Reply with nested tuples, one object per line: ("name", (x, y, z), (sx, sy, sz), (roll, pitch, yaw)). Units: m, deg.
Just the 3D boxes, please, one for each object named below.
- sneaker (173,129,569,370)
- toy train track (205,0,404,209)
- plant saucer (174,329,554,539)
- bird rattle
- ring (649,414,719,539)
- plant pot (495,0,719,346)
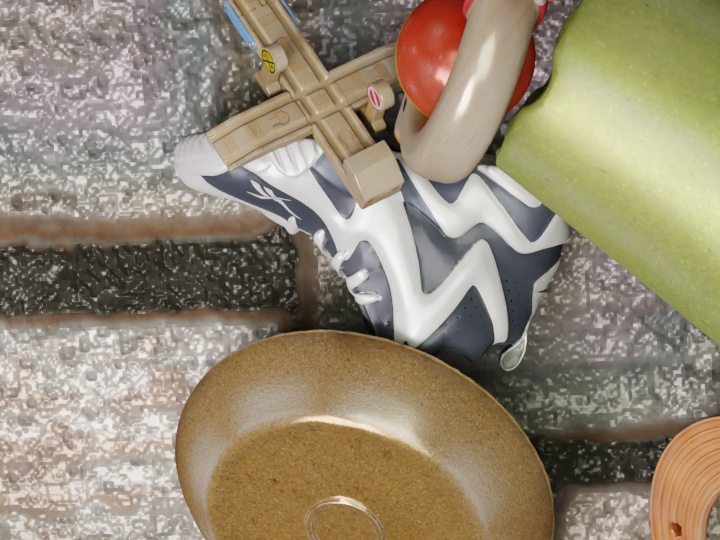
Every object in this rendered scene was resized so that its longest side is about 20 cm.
("sneaker", (0.000, 0.000, 1.358), (0.198, 0.079, 0.130), (8, 96, -6))
("toy train track", (-0.040, -0.120, 1.314), (0.114, 0.033, 0.200), (-27, 72, -22))
("plant saucer", (-0.003, 0.120, 1.373), (0.199, 0.035, 0.201), (9, 127, 12))
("bird rattle", (0.061, -0.117, 1.221), (0.112, 0.200, 0.164), (13, 96, -19))
("ring", (0.222, 0.157, 1.344), (0.200, 0.019, 0.201), (33, 139, 35))
("plant pot", (0.171, -0.059, 1.272), (0.184, 0.200, 0.201), (31, 105, 4))
